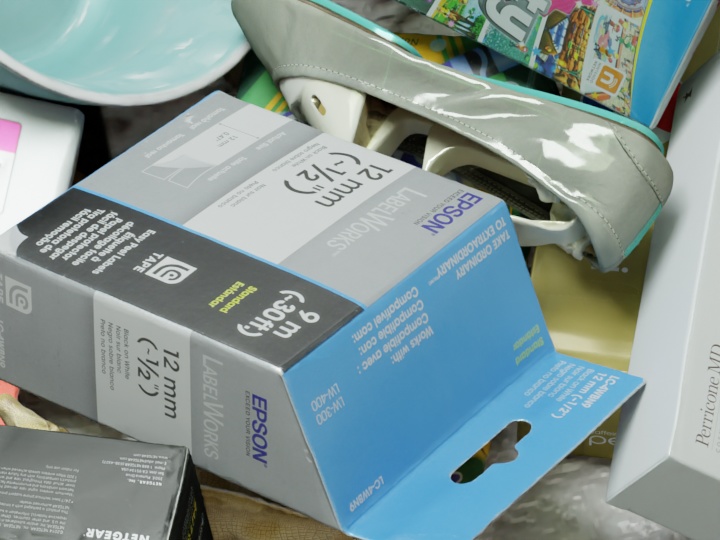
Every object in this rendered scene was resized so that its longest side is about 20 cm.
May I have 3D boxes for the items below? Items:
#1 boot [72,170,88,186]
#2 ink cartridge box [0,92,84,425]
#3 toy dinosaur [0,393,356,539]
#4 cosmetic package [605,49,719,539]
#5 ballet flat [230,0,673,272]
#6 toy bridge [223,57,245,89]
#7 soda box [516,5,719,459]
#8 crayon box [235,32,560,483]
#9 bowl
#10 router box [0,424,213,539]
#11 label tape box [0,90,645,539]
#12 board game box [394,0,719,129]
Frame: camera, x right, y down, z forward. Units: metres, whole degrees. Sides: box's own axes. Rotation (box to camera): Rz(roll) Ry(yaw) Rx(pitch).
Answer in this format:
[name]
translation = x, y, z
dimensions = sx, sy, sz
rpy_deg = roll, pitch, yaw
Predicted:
[boot]
translation = -0.167, 0.027, 1.176
dimensions = 0.144, 0.071, 0.201
rpy_deg = 23, 57, 19
[ink cartridge box]
translation = -0.221, 0.003, 1.124
dimensions = 0.200, 0.044, 0.174
rpy_deg = 12, 70, -6
[toy dinosaur]
translation = -0.041, 0.092, 1.083
dimensions = 0.200, 0.101, 0.058
rpy_deg = 9, 74, -4
[cosmetic package]
translation = 0.183, 0.025, 1.118
dimensions = 0.151, 0.052, 0.200
rpy_deg = 23, 55, -14
[ballet flat]
translation = 0.023, -0.054, 1.121
dimensions = 0.200, 0.067, 0.064
rpy_deg = 23, 75, 23
[toy bridge]
translation = 0.013, -0.053, 1.243
dimensions = 0.067, 0.027, 0.200
rpy_deg = -31, 58, -16
[soda box]
translation = 0.108, -0.023, 1.189
dimensions = 0.064, 0.068, 0.200
rpy_deg = 6, 56, 8
[crayon box]
translation = 0.000, 0.000, 1.165
dimensions = 0.126, 0.052, 0.200
rpy_deg = 4, 65, 17
[bowl]
translation = -0.137, -0.152, 1.189
dimensions = 0.201, 0.105, 0.201
rpy_deg = 11, 71, -36
[router box]
translation = -0.153, 0.108, 1.068
dimensions = 0.200, 0.149, 0.051
rpy_deg = 6, 58, 10
[label tape box]
translation = -0.015, 0.016, 1.052
dimensions = 0.200, 0.066, 0.143
rpy_deg = 20, 37, 29
[board game box]
translation = 0.061, -0.169, 1.133
dimensions = 0.200, 0.148, 0.064
rpy_deg = 27, 31, 5
